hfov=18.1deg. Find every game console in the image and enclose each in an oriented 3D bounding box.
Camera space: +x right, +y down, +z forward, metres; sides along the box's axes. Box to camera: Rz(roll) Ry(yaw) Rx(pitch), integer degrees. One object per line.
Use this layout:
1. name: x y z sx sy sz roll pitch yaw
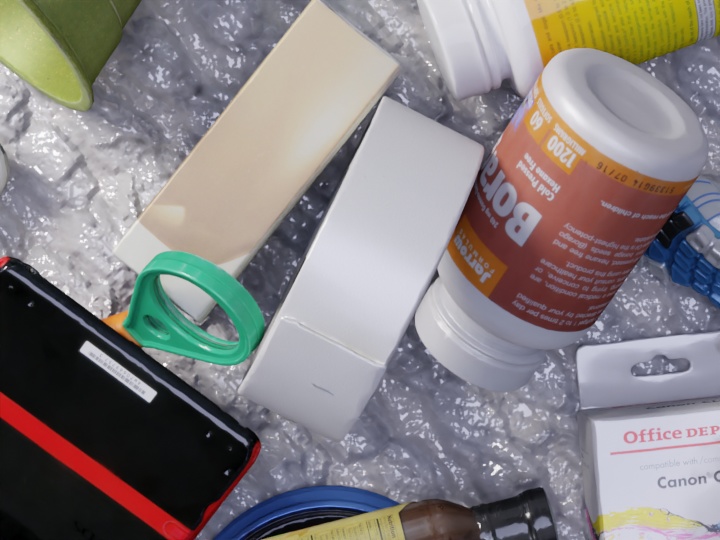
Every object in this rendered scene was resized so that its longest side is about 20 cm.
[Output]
1. game console: -0.184 0.109 1.404 0.200 0.031 0.177 36 112 -3

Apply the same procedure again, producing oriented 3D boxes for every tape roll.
1. tape roll: 0.000 0.000 1.352 0.071 0.202 0.203 27 91 -3

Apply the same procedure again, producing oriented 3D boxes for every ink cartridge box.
1. ink cartridge box: 0.202 0.143 1.428 0.116 0.067 0.201 -7 92 -2

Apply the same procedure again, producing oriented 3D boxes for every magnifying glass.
1. magnifying glass: -0.123 0.031 1.360 0.080 0.200 0.022 47 58 -16

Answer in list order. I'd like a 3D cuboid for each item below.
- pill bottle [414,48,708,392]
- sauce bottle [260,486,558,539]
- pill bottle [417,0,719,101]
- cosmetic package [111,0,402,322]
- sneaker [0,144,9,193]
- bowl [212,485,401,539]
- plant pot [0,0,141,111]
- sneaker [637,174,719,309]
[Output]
1. pill bottle: 0.115 -0.026 1.369 0.112 0.112 0.200 30 120 -2
2. sauce bottle: 0.022 0.178 1.388 0.199 0.065 0.065 -13 92 -2
3. pill bottle: 0.140 -0.174 1.397 0.199 0.109 0.110 -20 92 -1
4. cosmetic package: -0.063 -0.068 1.398 0.071 0.105 0.200 38 89 -2
5. sneaker: -0.315 -0.039 1.399 0.199 0.087 0.075 -18 90 -2
6. bowl: -0.020 0.239 1.439 0.200 0.039 0.201 0 91 -1
7. plant pot: -0.174 -0.232 1.364 0.200 0.200 0.190 42 77 -2
8. sneaker: 0.234 -0.027 1.434 0.200 0.075 0.087 37 58 4
